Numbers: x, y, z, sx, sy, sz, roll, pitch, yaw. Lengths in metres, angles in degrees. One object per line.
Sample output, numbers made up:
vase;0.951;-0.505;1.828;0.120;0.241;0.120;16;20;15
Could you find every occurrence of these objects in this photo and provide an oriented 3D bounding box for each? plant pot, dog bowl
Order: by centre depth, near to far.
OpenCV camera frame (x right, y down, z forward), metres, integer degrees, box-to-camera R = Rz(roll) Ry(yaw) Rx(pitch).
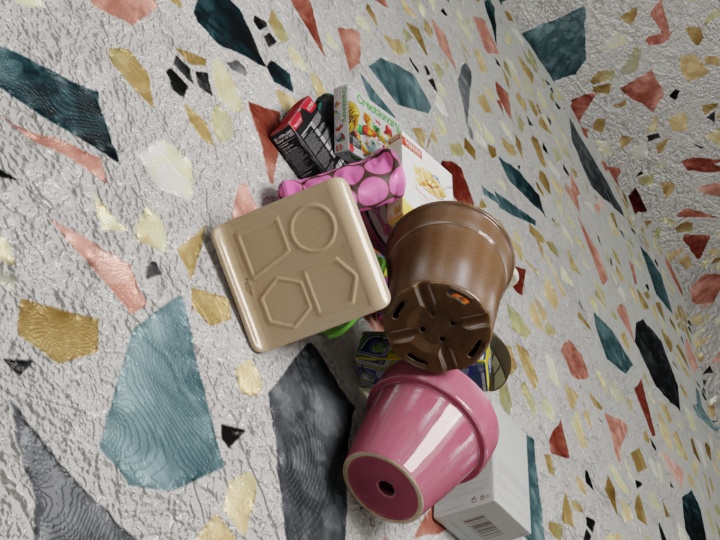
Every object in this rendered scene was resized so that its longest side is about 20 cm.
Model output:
plant pot;0.074;0.253;1.291;0.200;0.200;0.179;58;43;-11
plant pot;0.119;0.030;1.306;0.200;0.200;0.198;54;26;-19
dog bowl;0.073;-0.099;1.561;0.200;0.074;0.200;34;41;-36

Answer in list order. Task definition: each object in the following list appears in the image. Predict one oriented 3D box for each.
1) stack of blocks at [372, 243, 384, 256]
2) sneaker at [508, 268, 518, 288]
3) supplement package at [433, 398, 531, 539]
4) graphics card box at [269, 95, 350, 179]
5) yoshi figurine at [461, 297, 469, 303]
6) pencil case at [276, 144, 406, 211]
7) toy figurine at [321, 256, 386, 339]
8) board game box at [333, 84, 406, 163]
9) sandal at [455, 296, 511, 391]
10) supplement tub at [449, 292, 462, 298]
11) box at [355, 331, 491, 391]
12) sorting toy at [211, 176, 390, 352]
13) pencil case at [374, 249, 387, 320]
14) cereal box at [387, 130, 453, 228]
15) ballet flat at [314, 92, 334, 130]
stack of blocks;0.077;-0.046;1.665;0.200;0.059;0.115;36;38;-42
sneaker;0.212;-0.044;1.711;0.200;0.077;0.111;21;44;-18
supplement package;0.201;0.337;1.499;0.117;0.117;0.200;45;33;-30
graphics card box;-0.064;-0.186;1.548;0.200;0.051;0.126;52;29;-19
yoshi figurine;0.137;0.131;1.496;0.200;0.112;0.112;-32;85;-22
pencil case;-0.033;-0.127;1.403;0.091;0.200;0.094;104;-33;-72
toy figurine;-0.078;-0.014;1.297;0.184;0.150;0.200;43;16;-13
board game box;0.021;-0.235;1.623;0.200;0.035;0.126;24;60;-53
sandal;0.201;0.128;1.630;0.200;0.082;0.055;49;-2;-12
supplement tub;0.203;0.062;1.743;0.107;0.107;0.200;49;30;-26
box;0.098;0.139;1.387;0.064;0.200;0.070;-74;159;-49
sorting toy;-0.080;-0.007;1.216;0.036;0.200;0.185;-13;82;-81
pencil case;0.000;0.000;1.470;0.200;0.088;0.088;42;35;-34
cereal box;0.102;-0.121;1.512;0.144;0.039;0.200;36;40;-35
ballet flat;-0.026;-0.242;1.655;0.200;0.073;0.073;41;35;-48
